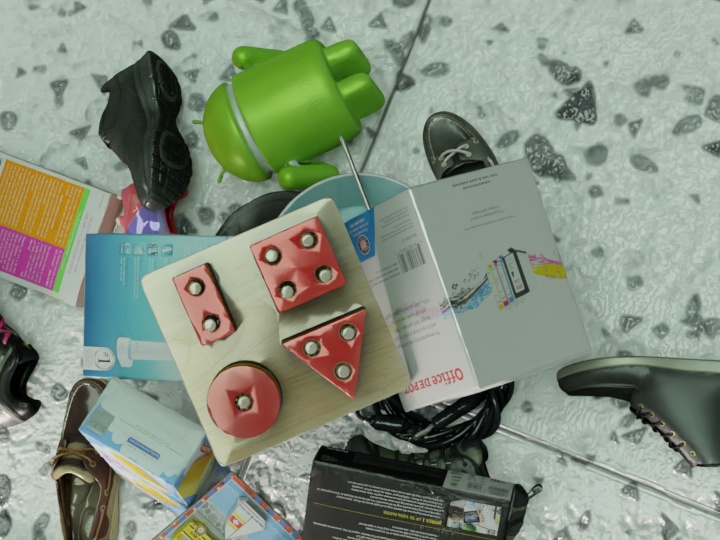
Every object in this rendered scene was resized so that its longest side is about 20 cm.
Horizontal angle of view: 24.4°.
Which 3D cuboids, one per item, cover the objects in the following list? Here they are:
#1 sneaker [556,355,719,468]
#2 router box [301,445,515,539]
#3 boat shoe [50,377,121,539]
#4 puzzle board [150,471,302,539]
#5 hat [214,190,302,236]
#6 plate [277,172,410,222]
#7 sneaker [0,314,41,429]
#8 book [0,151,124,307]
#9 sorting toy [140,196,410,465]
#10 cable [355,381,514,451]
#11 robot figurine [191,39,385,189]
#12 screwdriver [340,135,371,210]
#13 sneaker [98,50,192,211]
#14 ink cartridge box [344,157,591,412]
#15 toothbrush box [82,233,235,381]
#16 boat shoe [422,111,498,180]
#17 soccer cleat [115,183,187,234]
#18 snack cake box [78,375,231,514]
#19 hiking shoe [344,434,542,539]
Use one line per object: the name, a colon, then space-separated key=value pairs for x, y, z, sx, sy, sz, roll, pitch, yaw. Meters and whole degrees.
sneaker: x=0.295 y=0.142 z=1.661 sx=0.200 sy=0.075 sz=0.106 roll=0 pitch=80 yaw=11
router box: x=0.042 y=0.266 z=1.648 sx=0.200 sy=0.051 sz=0.149 roll=11 pitch=105 yaw=8
boat shoe: x=-0.295 y=0.212 z=1.783 sx=0.072 sy=0.072 sz=0.200 roll=1 pitch=83 yaw=13
puzzle board: x=-0.122 y=0.316 z=1.698 sx=0.151 sy=0.017 sz=0.200 roll=-41 pitch=115 yaw=5
hat: x=-0.079 y=0.021 z=1.753 sx=0.200 sy=0.081 sz=0.201 roll=0 pitch=83 yaw=-3
plate: x=0.000 y=0.000 z=1.708 sx=0.200 sy=0.026 sz=0.200 roll=1 pitch=82 yaw=-4
sneaker: x=-0.396 y=0.081 z=1.824 sx=0.087 sy=0.074 sz=0.200 roll=-10 pitch=87 yaw=10
book: x=-0.377 y=-0.053 z=1.854 sx=0.200 sy=0.048 sz=0.134 roll=21 pitch=91 yaw=15
sorting toy: x=-0.079 y=0.059 z=1.566 sx=0.200 sy=0.070 sz=0.199 roll=-23 pitch=92 yaw=-2
cable: x=0.086 y=0.086 z=1.728 sx=0.163 sy=0.051 sz=0.200 roll=18 pitch=86 yaw=14
robot figurine: x=-0.079 y=-0.169 z=1.766 sx=0.200 sy=0.116 sz=0.176 roll=-26 pitch=71 yaw=8
screwdriver: x=0.012 y=-0.043 z=1.685 sx=0.029 sy=0.028 sz=0.200 roll=-23 pitch=88 yaw=-35
sneaker: x=-0.239 y=-0.142 z=1.811 sx=0.091 sy=0.076 sz=0.200 roll=-23 pitch=52 yaw=19
ink cartridge box: x=0.102 y=0.016 z=1.615 sx=0.145 sy=0.147 sz=0.200 roll=-16 pitch=86 yaw=-30
toothbrush box: x=-0.169 y=0.036 z=1.663 sx=0.200 sy=0.085 sz=0.147 roll=1 pitch=91 yaw=16
boat shoe: x=0.120 y=-0.083 z=1.740 sx=0.067 sy=0.057 sz=0.200 roll=-26 pitch=78 yaw=8
soccer cleat: x=-0.225 y=0.000 z=1.804 sx=0.076 sy=0.067 sz=0.200 roll=-2 pitch=79 yaw=7
snack cake box: x=-0.203 y=0.188 z=1.697 sx=0.115 sy=0.200 sz=0.067 roll=28 pitch=74 yaw=14
hiking shoe: x=0.083 y=0.206 z=1.700 sx=0.200 sy=0.076 sz=0.101 roll=29 pitch=94 yaw=5
